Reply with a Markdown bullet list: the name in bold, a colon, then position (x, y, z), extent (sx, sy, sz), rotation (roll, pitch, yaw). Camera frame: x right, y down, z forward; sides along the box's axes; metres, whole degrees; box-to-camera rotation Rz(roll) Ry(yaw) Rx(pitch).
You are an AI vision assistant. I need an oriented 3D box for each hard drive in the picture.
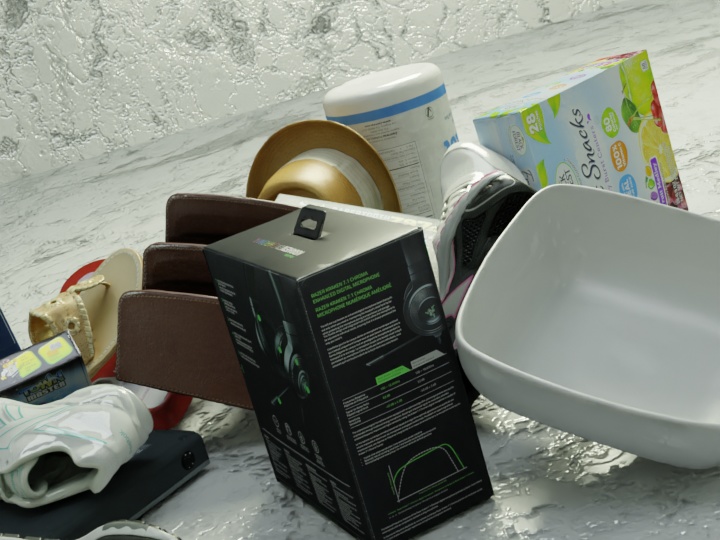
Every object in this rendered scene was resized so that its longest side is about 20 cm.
- **hard drive**: position (-0.229, 0.179, 0.992), extent (0.139, 0.033, 0.200), rotation (-4, 19, 39)

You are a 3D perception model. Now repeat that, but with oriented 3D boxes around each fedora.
- **fedora**: position (-0.054, -0.053, 1.325), extent (0.200, 0.202, 0.082), rotation (-5, 15, 37)

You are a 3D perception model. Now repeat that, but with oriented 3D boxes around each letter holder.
- **letter holder**: position (-0.083, 0.025, 1.054), extent (0.199, 0.143, 0.101), rotation (11, 22, 13)

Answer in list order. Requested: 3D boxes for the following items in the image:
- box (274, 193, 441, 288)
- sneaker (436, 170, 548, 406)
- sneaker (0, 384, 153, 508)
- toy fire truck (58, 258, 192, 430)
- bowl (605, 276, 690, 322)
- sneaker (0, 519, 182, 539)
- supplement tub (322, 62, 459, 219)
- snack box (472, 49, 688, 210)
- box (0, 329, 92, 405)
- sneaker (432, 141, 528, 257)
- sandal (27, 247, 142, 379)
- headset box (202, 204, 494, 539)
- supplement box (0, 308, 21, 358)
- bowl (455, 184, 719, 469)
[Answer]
- **box**: position (0.000, 0.000, 1.180), extent (0.199, 0.051, 0.158), rotation (10, 32, 8)
- **sneaker**: position (0.091, 0.031, 0.954), extent (0.080, 0.201, 0.086), rotation (12, 22, -18)
- **sneaker**: position (-0.254, 0.137, 0.975), extent (0.199, 0.071, 0.080), rotation (-14, 26, 22)
- **toy fire truck**: position (-0.219, 0.081, 1.215), extent (0.199, 0.112, 0.168), rotation (-6, 38, 31)
- **bowl**: position (0.209, 0.015, 0.995), extent (0.199, 0.095, 0.201), rotation (-16, 16, 5)
- **sneaker**: position (-0.179, 0.210, 0.794), extent (0.199, 0.076, 0.088), rotation (-12, 30, 30)
- **supplement tub**: position (0.046, -0.107, 1.393), extent (0.131, 0.201, 0.132), rotation (-15, 16, 4)
- **snack box**: position (0.213, -0.097, 1.244), extent (0.199, 0.170, 0.067), rotation (-29, 16, -36)
- **box**: position (-0.311, 0.135, 1.069), extent (0.199, 0.110, 0.035), rotation (-25, 48, -16)
- **sneaker**: position (0.101, -0.041, 1.128), extent (0.075, 0.099, 0.201), rotation (-41, 47, 29)
- **sandal**: position (-0.265, 0.062, 1.154), extent (0.077, 0.070, 0.213), rotation (21, 77, 39)
- **headset box**: position (-0.014, 0.057, 0.877), extent (0.092, 0.201, 0.174), rotation (-23, 16, -21)
- **supplement box**: position (-0.447, 0.106, 1.215), extent (0.199, 0.135, 0.200), rotation (-19, 8, 47)
- **bowl**: position (0.173, 0.042, 0.850), extent (0.199, 0.075, 0.200), rotation (16, 42, 20)
